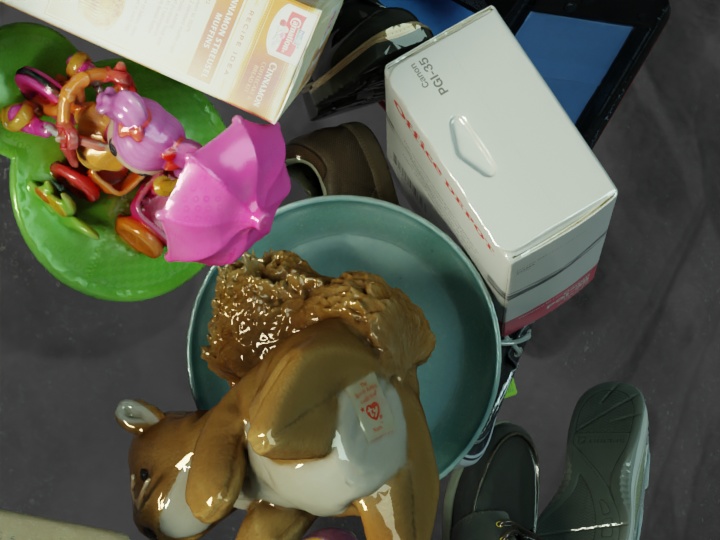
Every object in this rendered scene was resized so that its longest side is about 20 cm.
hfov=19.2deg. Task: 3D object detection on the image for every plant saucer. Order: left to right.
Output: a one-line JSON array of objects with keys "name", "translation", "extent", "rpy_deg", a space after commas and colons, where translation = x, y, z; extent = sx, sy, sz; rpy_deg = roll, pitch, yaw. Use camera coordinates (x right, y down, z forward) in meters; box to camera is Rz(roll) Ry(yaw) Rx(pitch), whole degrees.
[{"name": "plant saucer", "translation": [-0.009, 0.051, 1.349], "extent": [0.036, 0.200, 0.200], "rpy_deg": [-33, 108, -82]}]

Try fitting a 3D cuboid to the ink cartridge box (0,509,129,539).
[{"name": "ink cartridge box", "translation": [-0.222, 0.232, 1.171], "extent": [0.165, 0.075, 0.200], "rpy_deg": [18, 71, -36]}]

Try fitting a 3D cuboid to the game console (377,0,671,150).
[{"name": "game console", "translation": [0.102, -0.176, 1.508], "extent": [0.200, 0.172, 0.119], "rpy_deg": [-57, 145, -32]}]

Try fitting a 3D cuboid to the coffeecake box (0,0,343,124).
[{"name": "coffeecake box", "translation": [-0.116, -0.168, 1.229], "extent": [0.200, 0.154, 0.073], "rpy_deg": [24, 105, 0]}]

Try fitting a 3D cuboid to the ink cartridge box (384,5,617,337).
[{"name": "ink cartridge box", "translation": [0.085, -0.056, 1.337], "extent": [0.083, 0.200, 0.147], "rpy_deg": [-31, 77, -7]}]

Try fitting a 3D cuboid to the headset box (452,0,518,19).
[{"name": "headset box", "translation": [0.081, -0.297, 1.501], "extent": [0.149, 0.075, 0.200], "rpy_deg": [29, 61, -6]}]

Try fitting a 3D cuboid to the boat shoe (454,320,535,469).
[{"name": "boat shoe", "translation": [0.086, 0.035, 1.448], "extent": [0.072, 0.068, 0.200], "rpy_deg": [26, 64, -35]}]

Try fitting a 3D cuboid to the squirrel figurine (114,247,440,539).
[{"name": "squirrel figurine", "translation": [-0.054, 0.087, 1.275], "extent": [0.142, 0.187, 0.200], "rpy_deg": [39, 52, -32]}]

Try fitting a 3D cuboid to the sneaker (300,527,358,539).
[{"name": "sneaker", "translation": [-0.072, 0.211, 1.306], "extent": [0.200, 0.075, 0.090], "rpy_deg": [-48, 118, -37]}]

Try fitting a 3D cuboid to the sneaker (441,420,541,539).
[{"name": "sneaker", "translation": [0.110, 0.196, 1.447], "extent": [0.075, 0.106, 0.200], "rpy_deg": [28, 65, -34]}]

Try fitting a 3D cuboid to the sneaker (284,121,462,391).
[{"name": "sneaker", "translation": [0.000, 0.000, 1.404], "extent": [0.075, 0.070, 0.200], "rpy_deg": [-16, 71, -20]}]

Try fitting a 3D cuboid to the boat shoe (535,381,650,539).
[{"name": "boat shoe", "translation": [0.171, 0.178, 1.529], "extent": [0.065, 0.074, 0.202], "rpy_deg": [57, 40, -47]}]

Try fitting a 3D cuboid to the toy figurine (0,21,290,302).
[{"name": "toy figurine", "translation": [-0.121, -0.069, 1.222], "extent": [0.200, 0.184, 0.150], "rpy_deg": [44, 73, -22]}]

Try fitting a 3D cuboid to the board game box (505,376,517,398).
[{"name": "board game box", "translation": [0.022, 0.062, 1.448], "extent": [0.200, 0.030, 0.096], "rpy_deg": [-14, 90, -45]}]

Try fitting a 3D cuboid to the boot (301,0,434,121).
[{"name": "boot", "translation": [-0.018, -0.177, 1.360], "extent": [0.077, 0.200, 0.139], "rpy_deg": [-17, 89, -17]}]
